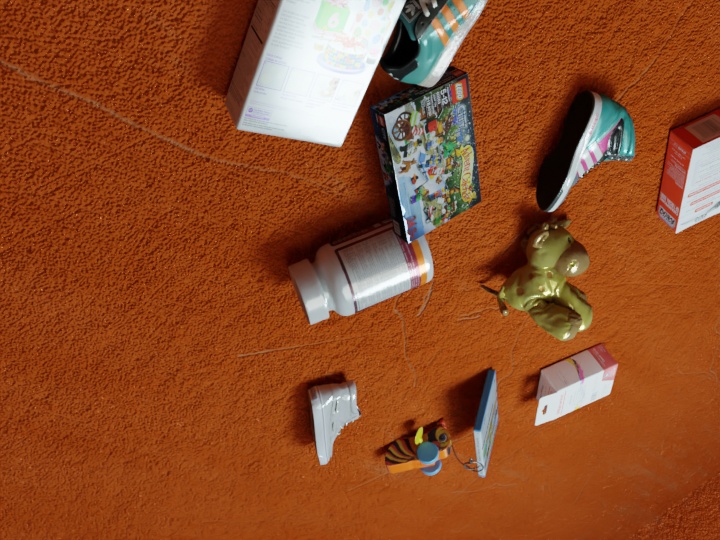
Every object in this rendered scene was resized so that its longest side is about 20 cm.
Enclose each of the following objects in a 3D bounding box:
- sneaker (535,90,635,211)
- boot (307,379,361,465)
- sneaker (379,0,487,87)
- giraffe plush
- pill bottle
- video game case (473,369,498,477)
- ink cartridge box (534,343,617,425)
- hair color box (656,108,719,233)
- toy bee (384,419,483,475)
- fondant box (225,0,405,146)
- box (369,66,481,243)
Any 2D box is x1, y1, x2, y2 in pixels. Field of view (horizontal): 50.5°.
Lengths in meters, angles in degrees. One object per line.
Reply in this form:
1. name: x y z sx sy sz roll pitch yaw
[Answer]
1. sneaker: 0.359 -0.177 1.185 0.118 0.084 0.202 4 128 -21
2. boot: -0.043 0.283 1.409 0.094 0.074 0.202 -11 135 -10
3. sneaker: 0.088 -0.309 0.897 0.079 0.072 0.202 -1 133 -35
4. giraffe plush: 0.325 -0.003 1.308 0.197 0.173 0.165 19 115 -1
5. pill bottle: 0.000 0.000 1.125 0.197 0.110 0.111 -22 139 -9
6. video game case: 0.264 0.322 1.596 0.017 0.145 0.202 8 142 19
7. ink cartridge box: 0.458 0.253 1.680 0.197 0.068 0.118 -21 138 -13
8. hair color box: 0.592 -0.172 1.337 0.109 0.064 0.202 -24 138 -9
9. toy bee: 0.151 0.374 1.613 0.196 0.110 0.132 10 139 -5
10. fondant box: -0.055 -0.250 0.872 0.142 0.059 0.202 4 130 -33
11. box: 0.093 -0.154 1.034 0.135 0.038 0.203 -29 130 -18
